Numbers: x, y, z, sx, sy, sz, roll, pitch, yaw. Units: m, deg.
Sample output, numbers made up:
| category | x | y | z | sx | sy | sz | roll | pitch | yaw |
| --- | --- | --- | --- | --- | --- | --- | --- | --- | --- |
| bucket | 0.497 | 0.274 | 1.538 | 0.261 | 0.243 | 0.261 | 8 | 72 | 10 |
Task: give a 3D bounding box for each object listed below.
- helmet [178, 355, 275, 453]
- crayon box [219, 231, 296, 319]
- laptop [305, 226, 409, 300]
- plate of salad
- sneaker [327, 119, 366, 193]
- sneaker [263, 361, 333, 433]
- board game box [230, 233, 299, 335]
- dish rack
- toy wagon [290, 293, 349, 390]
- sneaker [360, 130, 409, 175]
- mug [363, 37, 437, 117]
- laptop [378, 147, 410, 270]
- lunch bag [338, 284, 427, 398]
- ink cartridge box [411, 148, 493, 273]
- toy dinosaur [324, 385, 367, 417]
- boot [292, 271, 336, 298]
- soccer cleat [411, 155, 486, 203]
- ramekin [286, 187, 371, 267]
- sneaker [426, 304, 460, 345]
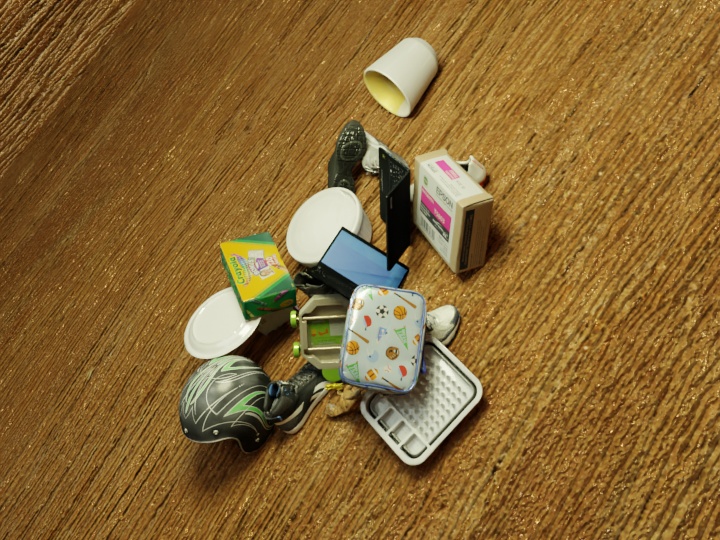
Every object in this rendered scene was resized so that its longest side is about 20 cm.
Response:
| category | x | y | z | sx | sy | sz | roll | pitch | yaw |
| --- | --- | --- | --- | --- | --- | --- | --- | --- | --- |
| helmet | -0.280 | 0.276 | 1.610 | 0.198 | 0.191 | 0.202 | -19 | 51 | 25 |
| crayon box | -0.226 | 0.008 | 1.684 | 0.117 | 0.059 | 0.201 | -15 | 46 | -17 |
| laptop | 0.000 | 0.000 | 1.558 | 0.176 | 0.200 | 0.104 | 31 | 96 | 3 |
| plate of salad | -0.295 | 0.116 | 1.684 | 0.198 | 0.048 | 0.202 | -17 | 42 | 16 |
| sneaker | -0.045 | -0.264 | 1.837 | 0.091 | 0.075 | 0.202 | 50 | 128 | 57 |
| sneaker | -0.125 | 0.230 | 1.583 | 0.073 | 0.112 | 0.201 | 19 | 74 | 42 |
| board game box | -0.233 | 0.032 | 1.803 | 0.103 | 0.105 | 0.201 | -35 | 47 | 11 |
| dish rack | 0.115 | 0.241 | 1.424 | 0.200 | 0.044 | 0.172 | -47 | 60 | 1 |
| toy wagon | -0.060 | 0.146 | 1.555 | 0.153 | 0.203 | 0.040 | -3 | 22 | 0 |
| sneaker | 0.048 | -0.253 | 1.822 | 0.082 | 0.074 | 0.200 | -56 | 38 | 13 |
| mug | 0.098 | -0.490 | 1.885 | 0.186 | 0.150 | 0.153 | 31 | 74 | 38 |
| laptop | 0.051 | -0.132 | 1.619 | 0.102 | 0.179 | 0.200 | -18 | 37 | -22 |
| lunch bag | 0.046 | 0.132 | 1.411 | 0.158 | 0.076 | 0.203 | 9 | 77 | -1 |
| ink cartridge box | 0.180 | -0.121 | 1.551 | 0.074 | 0.166 | 0.201 | -16 | 42 | -18 |
| toy dinosaur | -0.011 | 0.247 | 1.497 | 0.107 | 0.060 | 0.200 | -56 | 2 | -30 |
| boot | -0.048 | 0.058 | 1.627 | 0.198 | 0.131 | 0.068 | 6 | 65 | 39 |
| soccer cleat | 0.176 | -0.198 | 1.664 | 0.198 | 0.085 | 0.069 | -11 | 55 | 31 |
| ramekin | -0.064 | -0.082 | 1.760 | 0.200 | 0.094 | 0.204 | -20 | 51 | 26 |
| sneaker | 0.104 | 0.122 | 1.488 | 0.199 | 0.086 | 0.077 | -32 | 45 | -6 |
